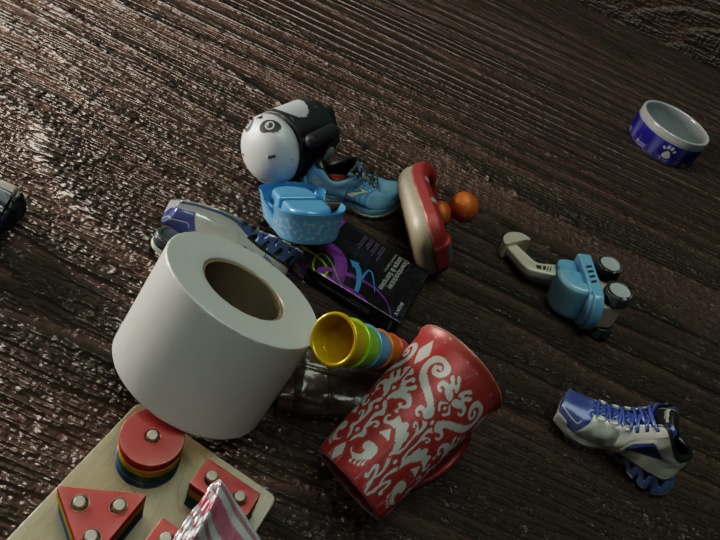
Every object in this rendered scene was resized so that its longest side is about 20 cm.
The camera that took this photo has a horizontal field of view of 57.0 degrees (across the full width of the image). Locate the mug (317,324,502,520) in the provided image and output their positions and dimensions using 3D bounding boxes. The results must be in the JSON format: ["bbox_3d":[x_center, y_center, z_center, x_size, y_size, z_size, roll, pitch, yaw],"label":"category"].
[{"bbox_3d":[0.067,0.199,0.791,0.199,0.133,0.179,-41,103,-19],"label":"mug"}]

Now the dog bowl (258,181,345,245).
[{"bbox_3d":[-0.094,-0.091,1.035,0.109,0.051,0.200,-3,23,-22],"label":"dog bowl"}]

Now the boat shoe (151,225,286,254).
[{"bbox_3d":[-0.204,-0.038,0.972,0.196,0.062,0.076,15,44,-12],"label":"boat shoe"}]

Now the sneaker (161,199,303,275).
[{"bbox_3d":[-0.181,-0.012,0.900,0.197,0.117,0.080,24,-6,-25],"label":"sneaker"}]

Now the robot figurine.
[{"bbox_3d":[-0.119,-0.230,1.158,0.125,0.151,0.199,48,45,6],"label":"robot figurine"}]

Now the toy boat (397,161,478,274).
[{"bbox_3d":[0.137,-0.099,1.129,0.128,0.132,0.203,-14,49,1],"label":"toy boat"}]

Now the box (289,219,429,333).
[{"bbox_3d":[0.000,0.000,1.055,0.198,0.036,0.143,32,42,5],"label":"box"}]

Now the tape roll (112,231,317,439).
[{"bbox_3d":[-0.166,0.073,0.771,0.201,0.140,0.203,32,18,-12],"label":"tape roll"}]

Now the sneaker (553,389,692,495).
[{"bbox_3d":[0.390,0.221,0.952,0.197,0.116,0.081,33,39,8],"label":"sneaker"}]

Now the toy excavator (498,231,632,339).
[{"bbox_3d":[0.356,0.013,1.184,0.195,0.101,0.197,8,42,-6],"label":"toy excavator"}]

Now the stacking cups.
[{"bbox_3d":[0.008,0.090,0.810,0.061,0.061,0.199,46,10,22],"label":"stacking cups"}]

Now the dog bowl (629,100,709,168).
[{"bbox_3d":[0.843,-0.374,1.816,0.196,0.080,0.203,14,43,-13],"label":"dog bowl"}]

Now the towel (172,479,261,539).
[{"bbox_3d":[-0.142,0.315,0.592,0.029,0.148,0.201,-7,30,32],"label":"towel"}]

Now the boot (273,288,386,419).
[{"bbox_3d":[-0.012,0.126,0.900,0.195,0.065,0.190,11,56,-11],"label":"boot"}]

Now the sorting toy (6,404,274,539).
[{"bbox_3d":[-0.212,0.247,0.676,0.196,0.070,0.201,31,42,6],"label":"sorting toy"}]

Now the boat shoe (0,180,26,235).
[{"bbox_3d":[-0.545,-0.093,0.848,0.196,0.076,0.094,15,35,-12],"label":"boat shoe"}]

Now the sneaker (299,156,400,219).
[{"bbox_3d":[-0.005,-0.151,1.163,0.196,0.091,0.079,3,46,-27],"label":"sneaker"}]
